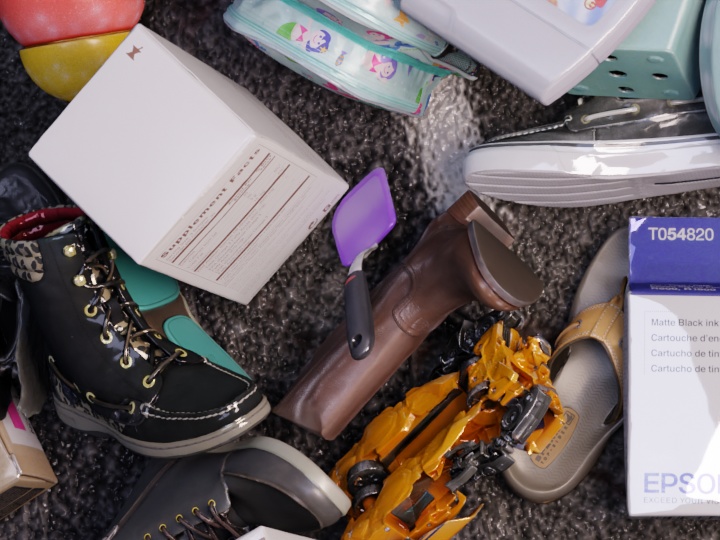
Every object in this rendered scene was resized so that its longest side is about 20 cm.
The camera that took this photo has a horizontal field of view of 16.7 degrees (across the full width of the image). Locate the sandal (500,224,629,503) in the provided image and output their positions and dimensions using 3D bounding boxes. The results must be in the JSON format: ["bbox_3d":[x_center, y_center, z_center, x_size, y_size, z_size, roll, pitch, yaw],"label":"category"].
[{"bbox_3d":[0.151,0.062,1.629,0.082,0.055,0.200,34,93,19],"label":"sandal"}]

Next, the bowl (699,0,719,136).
[{"bbox_3d":[0.283,-0.136,1.553,0.105,0.201,0.201,1,82,29],"label":"bowl"}]

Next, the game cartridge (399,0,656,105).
[{"bbox_3d":[0.132,-0.211,1.524,0.133,0.042,0.200,34,90,22],"label":"game cartridge"}]

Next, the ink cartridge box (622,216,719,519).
[{"bbox_3d":[0.268,0.061,1.575,0.199,0.041,0.201,0,81,3],"label":"ink cartridge box"}]

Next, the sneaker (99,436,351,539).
[{"bbox_3d":[-0.092,0.172,1.631,0.200,0.075,0.106,-2,45,54],"label":"sneaker"}]

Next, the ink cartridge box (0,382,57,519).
[{"bbox_3d":[-0.335,0.104,1.770,0.165,0.075,0.200,-30,73,10],"label":"ink cartridge box"}]

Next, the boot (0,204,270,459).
[{"bbox_3d":[-0.157,0.039,1.631,0.203,0.073,0.154,7,124,47],"label":"boot"}]

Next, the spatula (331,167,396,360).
[{"bbox_3d":[0.000,0.000,1.642,0.021,0.200,0.057,39,115,-20],"label":"spatula"}]

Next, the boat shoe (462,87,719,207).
[{"bbox_3d":[0.168,-0.087,1.648,0.199,0.072,0.071,-3,72,7],"label":"boat shoe"}]

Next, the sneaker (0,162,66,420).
[{"bbox_3d":[-0.246,0.012,1.739,0.060,0.104,0.200,-12,78,16],"label":"sneaker"}]

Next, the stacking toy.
[{"bbox_3d":[-0.203,-0.173,1.763,0.146,0.146,0.201,-6,99,17],"label":"stacking toy"}]

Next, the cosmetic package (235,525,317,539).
[{"bbox_3d":[-0.064,0.230,1.596,0.113,0.200,0.081,-29,74,12],"label":"cosmetic package"}]

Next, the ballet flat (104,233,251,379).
[{"bbox_3d":[-0.148,0.044,1.728,0.200,0.067,0.062,53,127,20],"label":"ballet flat"}]

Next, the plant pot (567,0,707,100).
[{"bbox_3d":[0.181,-0.220,1.604,0.141,0.141,0.201,5,75,19],"label":"plant pot"}]

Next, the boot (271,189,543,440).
[{"bbox_3d":[0.024,0.050,1.611,0.064,0.186,0.200,44,99,-11],"label":"boot"}]

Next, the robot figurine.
[{"bbox_3d":[0.057,0.115,1.614,0.200,0.058,0.145,-43,30,19],"label":"robot figurine"}]

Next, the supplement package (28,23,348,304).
[{"bbox_3d":[-0.112,-0.067,1.657,0.117,0.200,0.117,44,96,19],"label":"supplement package"}]

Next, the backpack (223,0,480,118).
[{"bbox_3d":[-0.004,-0.197,1.643,0.177,0.200,0.151,31,92,19],"label":"backpack"}]
